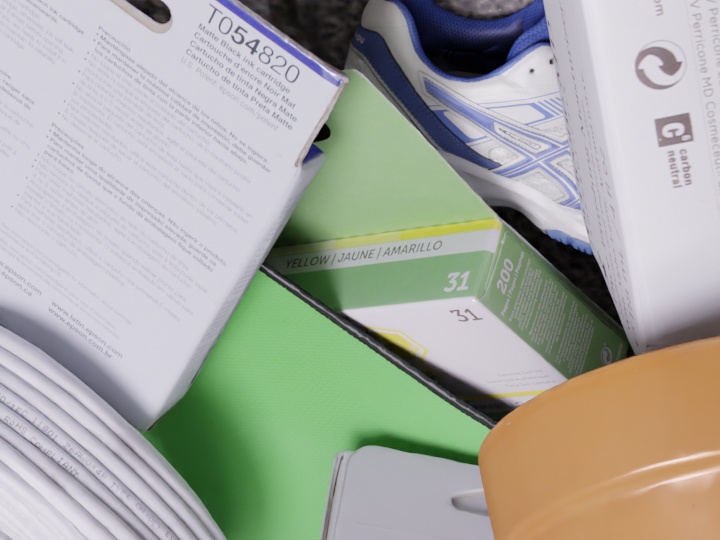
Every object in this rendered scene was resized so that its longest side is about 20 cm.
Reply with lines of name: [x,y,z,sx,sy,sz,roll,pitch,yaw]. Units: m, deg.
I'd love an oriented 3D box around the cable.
cable: [-0.141,0.096,1.073,0.200,0.069,0.200,40,158,-5]

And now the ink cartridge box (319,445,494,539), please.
ink cartridge box: [0.044,0.182,1.083,0.145,0.083,0.201,10,134,2]

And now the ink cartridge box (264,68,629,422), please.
ink cartridge box: [0.000,0.000,1.044,0.145,0.048,0.200,-7,145,41]

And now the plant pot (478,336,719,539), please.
plant pot: [0.149,0.119,0.907,0.199,0.141,0.200,-6,157,-3]

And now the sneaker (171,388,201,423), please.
sneaker: [-0.079,0.005,1.105,0.077,0.073,0.200,-37,117,16]

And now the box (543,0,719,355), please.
box: [0.173,-0.087,0.915,0.199,0.131,0.200,-13,112,1]

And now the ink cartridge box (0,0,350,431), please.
ink cartridge box: [-0.116,-0.065,0.995,0.199,0.041,0.200,37,126,5]

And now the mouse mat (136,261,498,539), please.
mouse mat: [-0.033,0.075,1.083,0.200,0.008,0.161,35,130,-8]

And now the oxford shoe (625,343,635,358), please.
oxford shoe: [0.144,0.038,1.062,0.075,0.058,0.200,-5,155,-21]

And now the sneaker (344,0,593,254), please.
sneaker: [0.088,-0.063,1.024,0.199,0.075,0.089,11,125,1]
